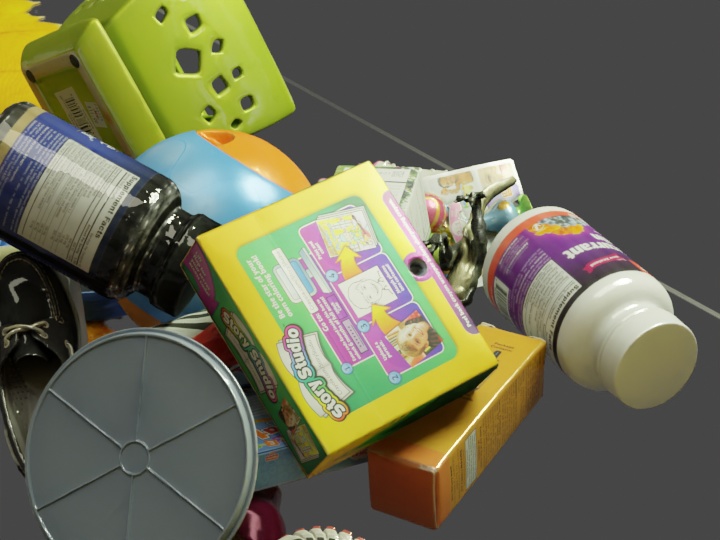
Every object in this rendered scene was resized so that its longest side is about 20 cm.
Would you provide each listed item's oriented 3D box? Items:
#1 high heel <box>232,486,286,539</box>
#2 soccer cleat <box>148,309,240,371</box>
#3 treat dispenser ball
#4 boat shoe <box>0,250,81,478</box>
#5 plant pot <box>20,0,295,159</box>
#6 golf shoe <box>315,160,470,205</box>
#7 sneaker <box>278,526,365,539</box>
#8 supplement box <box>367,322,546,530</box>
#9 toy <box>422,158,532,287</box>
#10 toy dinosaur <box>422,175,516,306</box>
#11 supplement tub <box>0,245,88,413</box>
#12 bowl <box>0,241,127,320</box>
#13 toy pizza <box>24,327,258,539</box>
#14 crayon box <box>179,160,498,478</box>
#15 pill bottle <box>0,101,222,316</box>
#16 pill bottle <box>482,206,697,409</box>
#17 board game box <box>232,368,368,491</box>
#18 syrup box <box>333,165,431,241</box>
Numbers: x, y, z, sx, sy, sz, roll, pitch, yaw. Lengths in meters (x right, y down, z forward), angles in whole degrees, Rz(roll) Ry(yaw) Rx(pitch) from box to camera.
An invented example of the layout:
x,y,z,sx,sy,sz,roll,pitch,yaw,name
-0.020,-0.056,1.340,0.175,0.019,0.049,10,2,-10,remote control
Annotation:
x,y,z,sx,sy,sz,roll,pitch,yaw,name
-0.158,0.193,1.540,0.199,0.068,0.096,-2,23,1,high heel
-0.153,0.073,1.617,0.200,0.069,0.085,-23,-2,-26,soccer cleat
-0.131,-0.025,1.759,0.200,0.201,0.201,-4,32,2,treat dispenser ball
-0.267,0.076,1.609,0.074,0.201,0.060,-7,-12,2,boat shoe
-0.218,-0.195,2.005,0.181,0.200,0.199,-37,17,-29,plant pot
0.045,-0.075,1.905,0.200,0.075,0.092,-20,73,-23,golf shoe
0.000,0.249,1.425,0.200,0.078,0.082,19,41,33,sneaker
0.082,0.124,1.622,0.066,0.069,0.200,15,39,27,supplement box
0.068,-0.036,1.833,0.200,0.047,0.115,-12,76,-15,toy
0.094,-0.023,1.773,0.047,0.088,0.200,7,62,25,toy dinosaur
-0.343,0.055,1.716,0.199,0.145,0.145,-7,32,-3,supplement tub
-0.250,-0.017,1.914,0.200,0.039,0.201,-4,32,2,bowl
-0.167,0.144,1.518,0.200,0.201,0.032,10,-3,23,toy pizza
-0.017,0.035,1.560,0.172,0.058,0.200,-26,77,-28,crayon box
-0.217,-0.046,1.616,0.200,0.112,0.112,29,39,3,pill bottle
0.199,0.034,1.701,0.111,0.112,0.200,-19,35,-20,pill bottle
-0.096,0.121,1.626,0.151,0.037,0.200,-11,21,-35,board game box
0.000,0.000,1.708,0.079,0.082,0.200,2,42,15,syrup box
